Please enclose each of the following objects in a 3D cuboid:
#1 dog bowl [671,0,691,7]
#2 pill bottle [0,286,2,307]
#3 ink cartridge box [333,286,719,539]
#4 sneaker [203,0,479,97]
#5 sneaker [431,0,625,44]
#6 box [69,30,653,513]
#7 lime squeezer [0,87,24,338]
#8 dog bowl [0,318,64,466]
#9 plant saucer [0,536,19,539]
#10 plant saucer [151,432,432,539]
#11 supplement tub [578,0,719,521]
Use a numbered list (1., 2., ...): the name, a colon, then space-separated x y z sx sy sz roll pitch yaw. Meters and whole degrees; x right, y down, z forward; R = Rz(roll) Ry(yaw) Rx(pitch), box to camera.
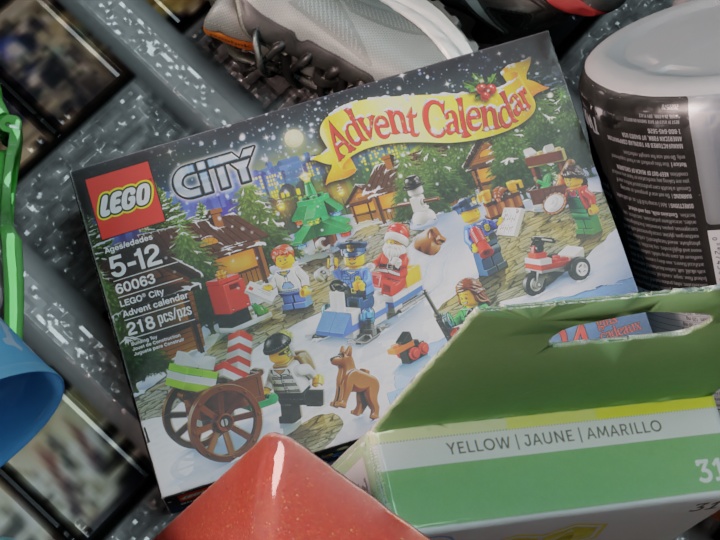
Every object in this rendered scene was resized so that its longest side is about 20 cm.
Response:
1. dog bowl: 0.214 -0.072 1.011 0.059 0.200 0.200 -34 82 -39
2. pill bottle: -0.222 -0.049 0.867 0.111 0.111 0.200 -22 76 -30
3. ink cartridge box: 0.071 0.067 0.857 0.145 0.200 0.048 -5 69 -24
4. sneaker: -0.015 -0.098 1.011 0.079 0.074 0.200 -40 80 -22
5. sneaker: 0.027 -0.175 1.034 0.200 0.098 0.071 45 44 -16
6. box: 0.000 0.000 0.935 0.199 0.038 0.137 -17 76 -4
7. lime squeezer: -0.161 -0.041 0.934 0.071 0.038 0.200 -27 80 -31
8. dog bowl: -0.192 0.061 0.772 0.200 0.112 0.050 -23 72 -37
9. plant saucer: -0.161 0.133 0.773 0.200 0.200 0.028 -19 116 -29
10. plant saucer: 0.015 0.150 0.827 0.199 0.200 0.037 37 66 -4
11. supplement tub: 0.164 -0.003 0.965 0.122 0.122 0.201 -29 117 -31
